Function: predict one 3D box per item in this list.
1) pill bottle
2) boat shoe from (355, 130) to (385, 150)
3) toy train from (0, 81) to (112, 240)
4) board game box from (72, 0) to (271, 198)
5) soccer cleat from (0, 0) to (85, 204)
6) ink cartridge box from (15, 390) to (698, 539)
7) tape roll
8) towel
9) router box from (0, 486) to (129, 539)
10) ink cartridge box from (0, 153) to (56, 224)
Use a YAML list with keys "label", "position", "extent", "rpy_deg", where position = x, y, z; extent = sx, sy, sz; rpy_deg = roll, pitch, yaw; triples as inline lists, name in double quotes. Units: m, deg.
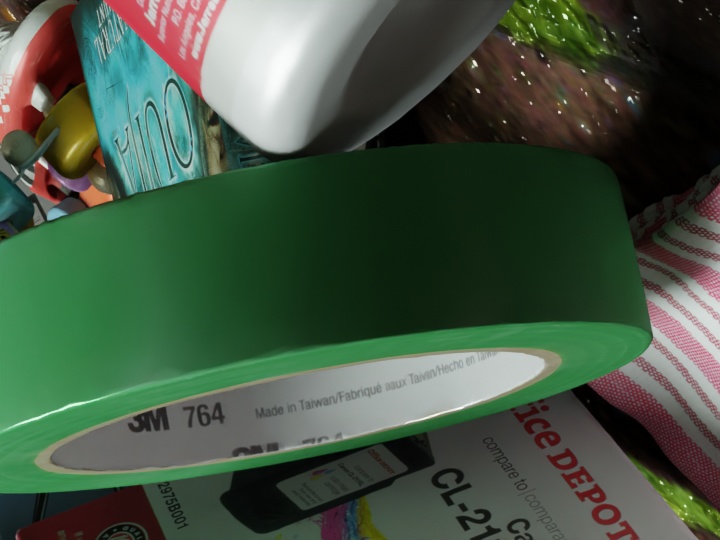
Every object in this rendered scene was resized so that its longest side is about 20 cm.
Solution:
- label: "pill bottle"
  position: [-0.049, -0.130, 0.498]
  extent: [0.200, 0.112, 0.112]
  rpy_deg: [45, 164, 12]
- label: "boat shoe"
  position: [0.000, 0.000, 0.752]
  extent: [0.075, 0.062, 0.201]
  rpy_deg: [-127, 27, -48]
- label: "toy train"
  position: [-0.134, -0.016, 0.890]
  extent: [0.056, 0.200, 0.151]
  rpy_deg: [43, 139, 12]
- label: "board game box"
  position: [-0.064, -0.053, 0.733]
  extent: [0.200, 0.028, 0.136]
  rpy_deg: [155, 102, -73]
- label: "soccer cleat"
  position: [-0.159, -0.089, 0.958]
  extent: [0.085, 0.069, 0.200]
  rpy_deg: [42, 168, 6]
- label: "ink cartridge box"
  position: [0.002, 0.118, 0.678]
  extent: [0.146, 0.199, 0.083]
  rpy_deg: [-128, 20, -57]
- label: "tape roll"
  position: [-0.021, 0.018, 0.562]
  extent: [0.200, 0.199, 0.049]
  rpy_deg: [127, 132, -73]
- label: "towel"
  position: [0.126, 0.043, 0.594]
  extent: [0.146, 0.030, 0.200]
  rpy_deg: [47, 164, 1]
- label: "router box"
  position: [-0.073, 0.083, 0.826]
  extent: [0.062, 0.199, 0.151]
  rpy_deg: [-59, 44, 44]
- label: "ink cartridge box"
  position: [-0.151, 0.037, 1.099]
  extent: [0.200, 0.084, 0.146]
  rpy_deg: [54, 173, 48]
